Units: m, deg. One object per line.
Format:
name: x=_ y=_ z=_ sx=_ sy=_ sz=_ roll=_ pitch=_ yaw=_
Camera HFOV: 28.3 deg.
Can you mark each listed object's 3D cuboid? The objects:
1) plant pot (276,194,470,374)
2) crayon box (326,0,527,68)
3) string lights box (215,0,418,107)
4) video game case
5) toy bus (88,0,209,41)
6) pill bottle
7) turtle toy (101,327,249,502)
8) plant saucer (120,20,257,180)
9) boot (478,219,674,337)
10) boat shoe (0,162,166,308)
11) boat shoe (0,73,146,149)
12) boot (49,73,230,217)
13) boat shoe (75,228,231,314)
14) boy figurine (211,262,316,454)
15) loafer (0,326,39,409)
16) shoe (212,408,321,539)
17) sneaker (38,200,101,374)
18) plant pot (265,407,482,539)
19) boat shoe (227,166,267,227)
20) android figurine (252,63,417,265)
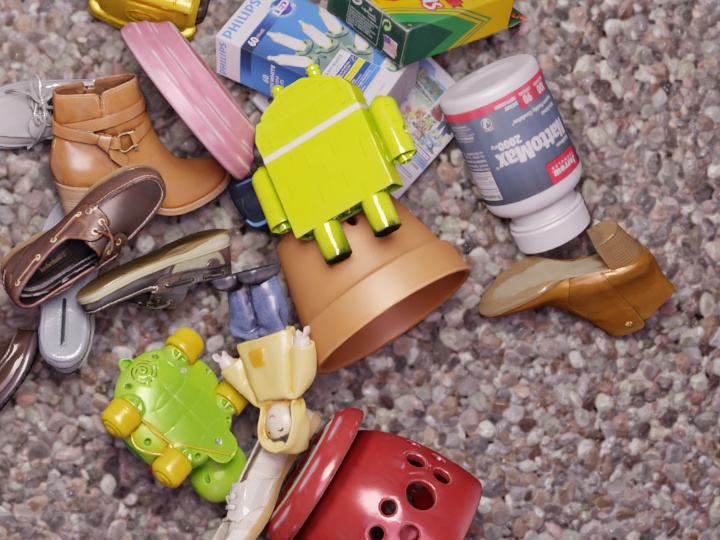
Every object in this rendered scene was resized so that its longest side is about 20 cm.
plant pot: x=0.000 y=0.000 z=1.550 sx=0.199 sy=0.200 sz=0.141 roll=-33 pitch=79 yaw=-9
crayon box: x=0.079 y=-0.299 z=1.560 sx=0.199 sy=0.051 sz=0.127 roll=-25 pitch=54 yaw=-35
string lights box: x=-0.048 y=-0.226 z=1.546 sx=0.199 sy=0.059 sz=0.103 roll=25 pitch=56 yaw=13
video game case: x=0.007 y=-0.190 z=1.628 sx=0.200 sy=0.022 sz=0.183 roll=43 pitch=83 yaw=-6
toy bus: x=-0.210 y=-0.362 z=1.506 sx=0.134 sy=0.192 sz=0.202 roll=14 pitch=85 yaw=-8
pill bottle: x=0.181 y=-0.128 z=1.603 sx=0.119 sy=0.120 sz=0.201 roll=-30 pitch=108 yaw=-9
turtle toy: x=-0.193 y=0.170 z=1.547 sx=0.200 sy=0.101 sz=0.146 roll=47 pitch=59 yaw=-9
plant saucer: x=-0.172 y=-0.188 z=1.502 sx=0.051 sy=0.201 sz=0.201 roll=-39 pitch=96 yaw=2
boot: x=0.252 y=0.036 z=1.646 sx=0.200 sy=0.071 sz=0.144 roll=-30 pitch=125 yaw=19
boat shoe: x=-0.279 y=-0.031 z=1.470 sx=0.199 sy=0.070 sz=0.071 roll=-39 pitch=122 yaw=-2
boat shoe: x=-0.329 y=-0.172 z=1.534 sx=0.200 sy=0.086 sz=0.076 roll=-5 pitch=90 yaw=-11
boot: x=-0.232 y=-0.136 z=1.516 sx=0.198 sy=0.074 sz=0.156 roll=-16 pitch=121 yaw=-27
boat shoe: x=-0.212 y=0.012 z=1.532 sx=0.199 sy=0.073 sz=0.065 roll=-26 pitch=104 yaw=-37
boy figurine: x=-0.101 y=0.097 z=1.499 sx=0.123 sy=0.064 sz=0.202 roll=-10 pitch=94 yaw=28
loafer: x=-0.418 y=0.136 z=1.521 sx=0.071 sy=0.073 sz=0.201 roll=38 pitch=83 yaw=-7
shoe: x=-0.113 y=0.225 z=1.530 sx=0.053 sy=0.070 sz=0.201 roll=38 pitch=63 yaw=-13
sneaker: x=-0.318 y=0.015 z=1.546 sx=0.072 sy=0.071 sz=0.202 roll=9 pitch=67 yaw=-8
plant pot: x=0.006 y=0.266 z=1.538 sx=0.181 sy=0.200 sz=0.202 roll=31 pitch=84 yaw=-2
boat shoe: x=-0.059 y=-0.132 z=1.564 sx=0.200 sy=0.084 sz=0.069 roll=-41 pitch=93 yaw=-10
android figurine: x=-0.034 y=-0.114 z=1.464 sx=0.181 sy=0.041 sz=0.201 roll=-30 pitch=74 yaw=20
